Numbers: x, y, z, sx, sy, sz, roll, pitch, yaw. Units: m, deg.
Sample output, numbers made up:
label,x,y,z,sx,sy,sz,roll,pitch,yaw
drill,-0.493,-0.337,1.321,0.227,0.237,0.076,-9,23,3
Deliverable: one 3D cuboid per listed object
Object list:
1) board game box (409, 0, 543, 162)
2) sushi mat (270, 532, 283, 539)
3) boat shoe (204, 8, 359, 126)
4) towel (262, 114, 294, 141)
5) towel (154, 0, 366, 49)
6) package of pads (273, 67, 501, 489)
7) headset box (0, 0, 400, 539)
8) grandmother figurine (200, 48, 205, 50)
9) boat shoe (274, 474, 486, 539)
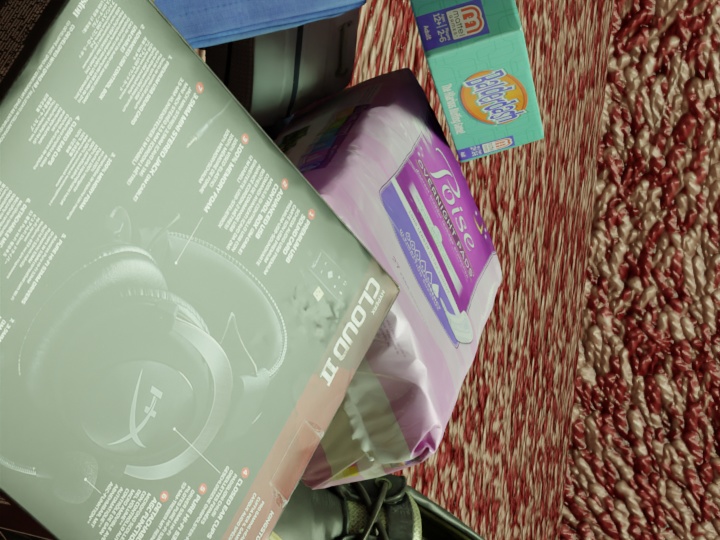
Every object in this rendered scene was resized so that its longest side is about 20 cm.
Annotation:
label,x,y,z,sx,sy,sz,roll,pitch,yaw
board game box,0.031,-0.165,1.094,0.152,0.045,0.202,62,14,-75
sushi mat,-0.035,0.149,0.983,0.200,0.012,0.096,45,43,-42
boat shoe,-0.027,-0.150,1.059,0.074,0.066,0.201,55,-30,32
towel,-0.035,0.006,1.159,0.112,0.048,0.201,-39,110,-57
towel,-0.059,-0.175,0.941,0.024,0.144,0.201,-131,-147,-50
package of pads,0.000,0.000,1.064,0.121,0.075,0.200,66,18,-14
headset box,-0.083,0.016,0.789,0.200,0.077,0.150,48,62,-41
grandmother figurine,-0.043,-0.204,1.151,0.121,0.060,0.202,4,-87,58
boat shoe,-0.001,0.114,1.088,0.199,0.064,0.074,26,55,-50
